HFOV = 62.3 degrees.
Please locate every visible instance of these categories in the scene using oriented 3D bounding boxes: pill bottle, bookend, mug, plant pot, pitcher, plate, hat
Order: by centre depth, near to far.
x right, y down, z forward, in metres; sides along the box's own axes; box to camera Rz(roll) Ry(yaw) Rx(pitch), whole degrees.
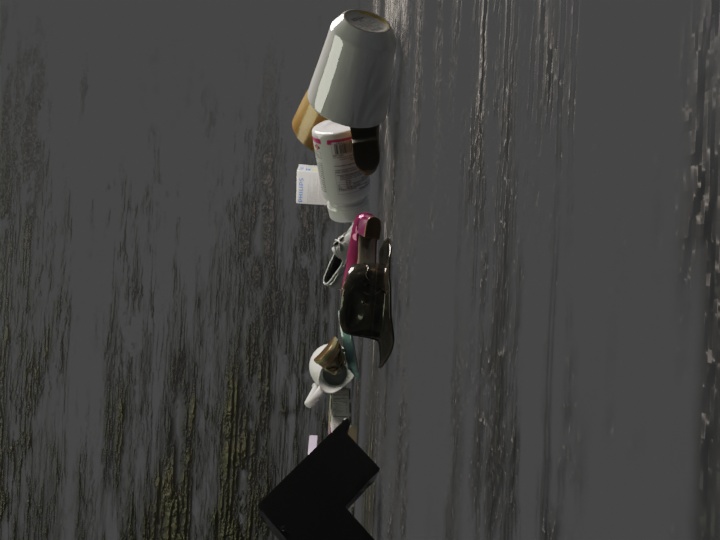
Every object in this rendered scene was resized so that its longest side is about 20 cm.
[{"bbox_3d":[0.006,0.050,0.937,0.201,0.079,0.205,-177,90,-84],"label":"hat"},{"bbox_3d":[-0.028,0.388,0.958,0.199,0.198,0.093,-40,-20,-26],"label":"bookend"},{"bbox_3d":[-0.009,-0.366,1.032,0.155,0.147,0.189,108,159,-44],"label":"mug"},{"bbox_3d":[-0.036,-0.215,1.289,0.114,0.111,0.203,-96,-2,-61],"label":"pill bottle"},{"bbox_3d":[-0.042,-0.387,1.340,0.201,0.183,0.189,116,160,-45],"label":"plant pot"},{"bbox_3d":[-0.029,0.160,1.386,0.200,0.025,0.204,170,90,-88],"label":"plate"},{"bbox_3d":[-0.093,0.282,1.599,0.172,0.121,0.200,-45,6,-6],"label":"pitcher"}]

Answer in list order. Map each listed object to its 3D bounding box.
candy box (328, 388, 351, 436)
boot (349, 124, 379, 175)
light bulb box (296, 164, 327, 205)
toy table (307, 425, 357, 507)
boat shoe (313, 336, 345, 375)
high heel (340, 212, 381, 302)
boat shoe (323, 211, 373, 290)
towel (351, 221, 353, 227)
[{"bbox_3d":[-0.058,0.445,1.637,0.138,0.060,0.202,97,174,-45],"label":"candy box"},{"bbox_3d":[0.010,-0.291,1.193,0.075,0.072,0.204,40,-131,-83],"label":"boot"},{"bbox_3d":[-0.141,-0.323,2.249,0.199,0.196,0.127,-102,16,-74],"label":"light bulb box"},{"bbox_3d":[-0.067,0.461,1.402,0.200,0.115,0.188,-112,25,-80],"label":"toy table"},{"bbox_3d":[-0.061,0.200,1.352,0.072,0.065,0.200,-46,-4,-10],"label":"boat shoe"},{"bbox_3d":[-0.006,-0.011,1.147,0.096,0.066,0.204,-151,68,-74],"label":"high heel"},{"bbox_3d":[-0.029,-0.041,1.272,0.073,0.067,0.201,-107,33,-40],"label":"boat shoe"},{"bbox_3d":[-0.016,-0.059,1.439,0.201,0.023,0.149,95,-174,-67],"label":"towel"}]
